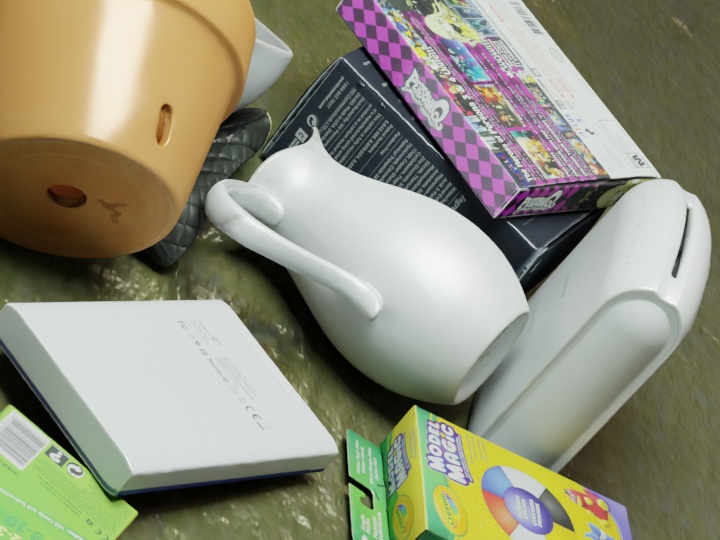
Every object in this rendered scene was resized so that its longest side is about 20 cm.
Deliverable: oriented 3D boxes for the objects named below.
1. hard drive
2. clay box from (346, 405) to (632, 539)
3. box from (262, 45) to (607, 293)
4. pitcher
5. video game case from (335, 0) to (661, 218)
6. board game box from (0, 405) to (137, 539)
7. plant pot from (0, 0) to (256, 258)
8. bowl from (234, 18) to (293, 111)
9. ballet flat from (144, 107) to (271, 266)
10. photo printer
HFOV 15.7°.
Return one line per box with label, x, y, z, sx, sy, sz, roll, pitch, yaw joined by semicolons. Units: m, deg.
hard drive;-0.112;0.071;1.546;0.132;0.025;0.200;51;26;23
clay box;0.085;0.163;1.648;0.200;0.048;0.115;27;32;-23
box;0.056;-0.066;1.860;0.200;0.104;0.148;46;30;8
pitcher;0.000;0.000;1.696;0.200;0.121;0.171;39;23;13
video game case;0.099;-0.124;1.845;0.181;0.036;0.200;-7;54;-52
board game box;-0.197;0.148;1.373;0.095;0.030;0.200;40;27;1
plant pot;-0.169;-0.101;1.581;0.200;0.200;0.140;24;55;-26
bowl;-0.160;-0.171;1.740;0.199;0.075;0.200;22;10;-29
ballet flat;-0.110;-0.063;1.737;0.200;0.066;0.057;-50;130;-59
photo printer;0.158;0.037;1.745;0.069;0.200;0.167;35;31;-9
